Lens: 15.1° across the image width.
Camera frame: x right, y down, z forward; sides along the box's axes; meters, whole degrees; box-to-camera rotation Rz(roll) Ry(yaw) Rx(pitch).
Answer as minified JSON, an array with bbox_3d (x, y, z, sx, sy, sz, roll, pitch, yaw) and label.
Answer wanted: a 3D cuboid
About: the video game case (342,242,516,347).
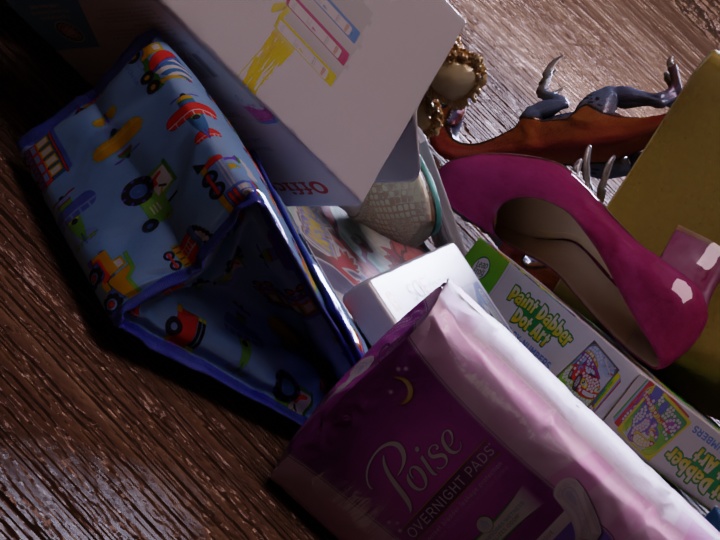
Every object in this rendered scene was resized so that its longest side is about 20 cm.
[{"bbox_3d":[0.076,0.081,1.456,0.200,0.022,0.182,57,17,3],"label":"video game case"}]

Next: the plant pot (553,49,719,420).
[{"bbox_3d":[0.282,0.012,1.760,0.200,0.195,0.195,31,-4,31],"label":"plant pot"}]

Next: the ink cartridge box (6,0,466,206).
[{"bbox_3d":[-0.055,-0.126,1.408,0.128,0.126,0.200,3,-34,50],"label":"ink cartridge box"}]

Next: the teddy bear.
[{"bbox_3d":[0.022,-0.187,1.895,0.067,0.145,0.200,-17,58,-40],"label":"teddy bear"}]

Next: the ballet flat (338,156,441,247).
[{"bbox_3d":[-0.016,-0.074,1.589,0.062,0.068,0.200,-11,39,-19],"label":"ballet flat"}]

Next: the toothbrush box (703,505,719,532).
[{"bbox_3d":[0.231,0.236,1.387,0.146,0.085,0.200,34,19,-28],"label":"toothbrush box"}]

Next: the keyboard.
[{"bbox_3d":[0.040,-0.047,1.653,0.056,0.011,0.200,53,-8,30],"label":"keyboard"}]

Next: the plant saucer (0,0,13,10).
[{"bbox_3d":[-0.228,-0.206,1.525,0.200,0.037,0.201,39,16,-14],"label":"plant saucer"}]

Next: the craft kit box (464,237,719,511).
[{"bbox_3d":[0.165,0.080,1.629,0.200,0.049,0.198,36,7,-36],"label":"craft kit box"}]

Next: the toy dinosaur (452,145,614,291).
[{"bbox_3d":[0.154,-0.009,1.828,0.200,0.105,0.181,52,31,1],"label":"toy dinosaur"}]

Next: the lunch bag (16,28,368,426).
[{"bbox_3d":[-0.057,0.004,1.331,0.200,0.094,0.151,45,8,-44],"label":"lunch bag"}]

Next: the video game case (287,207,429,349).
[{"bbox_3d":[0.000,0.000,1.563,0.182,0.023,0.200,31,19,-38],"label":"video game case"}]

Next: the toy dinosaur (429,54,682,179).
[{"bbox_3d":[0.144,-0.108,1.951,0.200,0.181,0.106,148,-65,-81],"label":"toy dinosaur"}]

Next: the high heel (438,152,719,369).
[{"bbox_3d":[0.122,-0.009,1.672,0.199,0.068,0.096,19,49,22],"label":"high heel"}]

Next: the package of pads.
[{"bbox_3d":[0.069,0.112,1.248,0.200,0.121,0.076,43,15,1],"label":"package of pads"}]
